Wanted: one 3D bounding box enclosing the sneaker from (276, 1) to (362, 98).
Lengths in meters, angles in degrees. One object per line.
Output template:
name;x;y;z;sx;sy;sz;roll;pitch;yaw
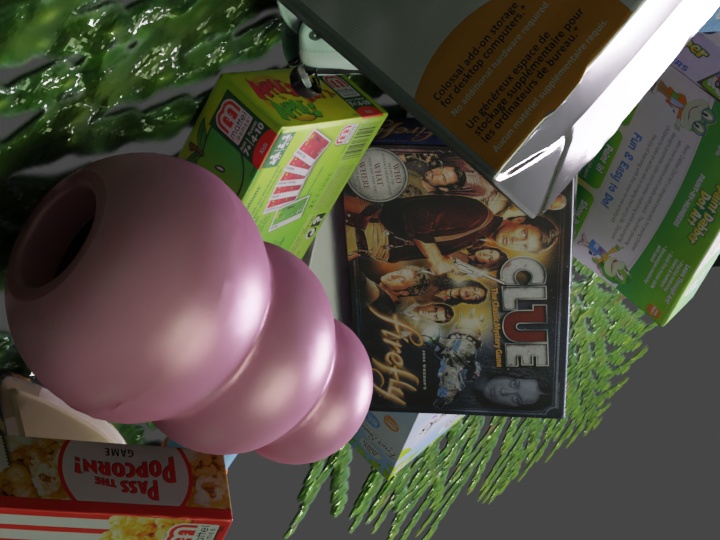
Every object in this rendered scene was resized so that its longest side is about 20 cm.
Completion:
sneaker;0.026;-0.135;0.617;0.118;0.074;0.200;-3;162;-20

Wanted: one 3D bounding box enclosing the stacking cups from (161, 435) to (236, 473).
stacking cups;-0.107;0.112;0.944;0.060;0.061;0.200;-21;152;-52

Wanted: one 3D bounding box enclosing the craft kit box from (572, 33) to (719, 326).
craft kit box;0.164;-0.088;0.903;0.048;0.197;0.200;-36;158;-30

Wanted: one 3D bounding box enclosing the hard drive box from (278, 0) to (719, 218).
hard drive box;0.036;-0.145;0.513;0.156;0.200;0.077;-50;160;6

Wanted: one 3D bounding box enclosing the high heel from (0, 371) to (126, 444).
high heel;-0.183;0.120;0.805;0.071;0.142;0.200;-43;126;-23

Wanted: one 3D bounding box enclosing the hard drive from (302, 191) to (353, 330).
hard drive;0.000;0.000;0.906;0.200;0.027;0.133;0;103;-66

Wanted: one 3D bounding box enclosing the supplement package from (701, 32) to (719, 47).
supplement package;0.245;-0.242;0.901;0.109;0.114;0.200;-39;159;-27

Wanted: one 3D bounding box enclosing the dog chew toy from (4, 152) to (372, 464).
dog chew toy;-0.070;0.030;0.662;0.200;0.125;0.125;35;99;-38

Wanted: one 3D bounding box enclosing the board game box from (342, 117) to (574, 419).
board game box;0.061;0.002;0.840;0.035;0.135;0.201;-77;166;-54

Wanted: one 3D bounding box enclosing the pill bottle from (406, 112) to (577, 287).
pill bottle;0.086;-0.020;0.911;0.111;0.110;0.201;-33;136;-35

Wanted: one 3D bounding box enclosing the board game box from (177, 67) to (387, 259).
board game box;-0.074;-0.016;0.760;0.101;0.048;0.200;-16;144;-55

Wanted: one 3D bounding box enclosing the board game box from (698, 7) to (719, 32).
board game box;0.142;-0.230;0.602;0.036;0.201;0.152;-5;148;-2

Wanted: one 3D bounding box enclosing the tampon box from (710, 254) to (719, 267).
tampon box;0.270;-0.093;1.055;0.126;0.151;0.199;-32;-161;-38

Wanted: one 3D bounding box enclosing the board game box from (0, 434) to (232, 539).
board game box;-0.181;0.144;0.685;0.199;0.046;0.152;7;133;-21

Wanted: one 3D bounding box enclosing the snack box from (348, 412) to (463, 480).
snack box;0.080;0.075;1.239;0.168;0.068;0.200;-35;159;-33
